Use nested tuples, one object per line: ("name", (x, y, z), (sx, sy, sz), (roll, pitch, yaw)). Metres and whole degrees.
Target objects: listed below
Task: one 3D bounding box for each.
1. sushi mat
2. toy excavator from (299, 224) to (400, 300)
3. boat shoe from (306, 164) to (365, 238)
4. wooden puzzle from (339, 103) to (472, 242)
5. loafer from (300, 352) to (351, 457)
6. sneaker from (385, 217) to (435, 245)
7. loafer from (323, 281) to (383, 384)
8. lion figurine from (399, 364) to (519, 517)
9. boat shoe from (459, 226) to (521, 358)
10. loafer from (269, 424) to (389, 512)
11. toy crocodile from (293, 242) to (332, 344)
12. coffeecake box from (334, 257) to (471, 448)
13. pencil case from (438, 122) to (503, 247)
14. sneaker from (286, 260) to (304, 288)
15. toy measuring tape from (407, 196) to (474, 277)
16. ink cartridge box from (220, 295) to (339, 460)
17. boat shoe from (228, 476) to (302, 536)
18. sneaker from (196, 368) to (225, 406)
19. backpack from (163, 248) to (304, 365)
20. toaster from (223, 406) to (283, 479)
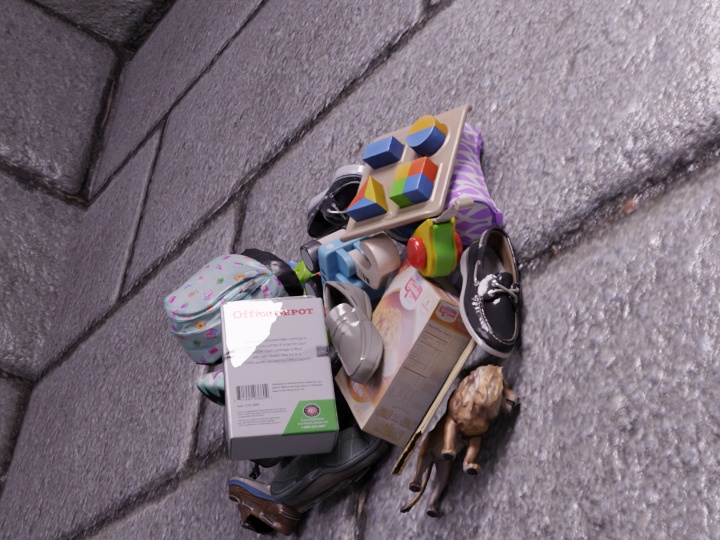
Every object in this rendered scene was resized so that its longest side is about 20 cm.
("sushi mat", (0.096, 0.151, 1.358), (0.200, 0.012, 0.096), (-53, -9, -43))
("toy excavator", (0.000, 0.000, 1.662), (0.200, 0.099, 0.196), (42, 148, 45))
("boat shoe", (-0.037, -0.110, 1.908), (0.200, 0.071, 0.068), (-33, 38, 53))
("wooden puzzle", (0.055, -0.140, 1.567), (0.184, 0.046, 0.201), (-15, 45, 45))
("loafer", (-0.046, 0.198, 1.652), (0.063, 0.071, 0.202), (-3, 68, 66))
("sneaker", (0.078, -0.099, 1.650), (0.089, 0.078, 0.201), (-55, 27, 25))
("loafer", (-0.017, 0.080, 1.524), (0.070, 0.069, 0.200), (-54, 23, 18))
("lion figurine", (0.106, 0.200, 1.349), (0.200, 0.072, 0.123), (-47, 21, 43))
("boat shoe", (0.166, 0.023, 1.397), (0.060, 0.073, 0.201), (-53, 19, 33))
("loafer", (-0.034, 0.274, 1.570), (0.199, 0.063, 0.072), (-31, 30, 26))
("toy crocodile", (-0.070, 0.036, 1.848), (0.062, 0.067, 0.201), (-37, 39, 34))
("coffeecake box", (0.059, 0.106, 1.518), (0.201, 0.073, 0.154), (-60, 23, 11))
("pencil case", (0.140, -0.124, 1.569), (0.085, 0.084, 0.201), (-16, 43, 8))
("sneaker", (-0.127, 0.055, 1.901), (0.201, 0.088, 0.079), (-91, 25, -46))
("toy measuring tape", (0.107, -0.034, 1.451), (0.200, 0.073, 0.074), (139, 150, -70))
("ink cartridge box", (-0.113, 0.145, 1.549), (0.084, 0.144, 0.202), (101, 164, -59))
("boat shoe", (-0.152, 0.355, 1.708), (0.199, 0.072, 0.073), (-10, 60, 60))
("sneaker", (-0.139, 0.134, 1.683), (0.198, 0.078, 0.141), (1, 55, 27))
("backpack", (-0.207, 0.054, 1.781), (0.200, 0.127, 0.166), (-39, 24, -24))
("toaster", (-0.138, 0.209, 1.767), (0.129, 0.113, 0.201), (-43, 30, 34))
